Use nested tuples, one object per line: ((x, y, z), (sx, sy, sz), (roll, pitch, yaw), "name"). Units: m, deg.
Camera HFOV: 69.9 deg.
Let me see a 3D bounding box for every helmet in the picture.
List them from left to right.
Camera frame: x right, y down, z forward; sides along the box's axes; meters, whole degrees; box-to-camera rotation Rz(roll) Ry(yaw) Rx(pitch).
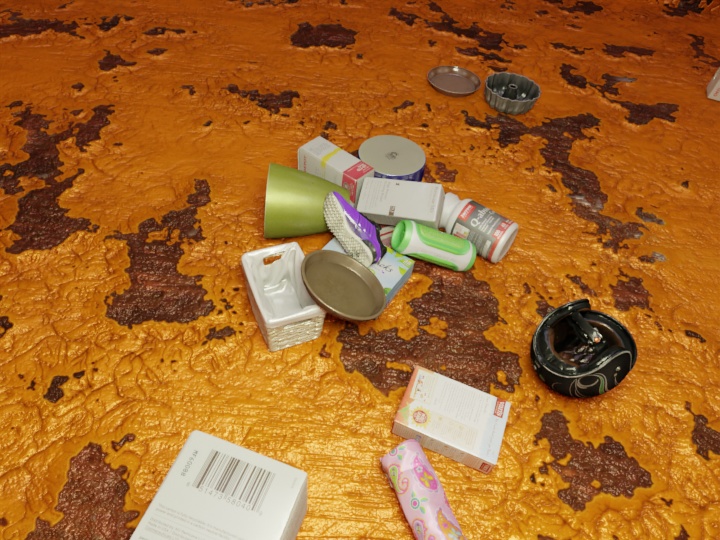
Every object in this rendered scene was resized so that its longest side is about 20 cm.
((0.452, 0.165, 1.054), (0.200, 0.191, 0.200), (-14, 62, 27), "helmet")

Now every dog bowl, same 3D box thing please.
((0.088, -0.306, 1.503), (0.200, 0.079, 0.200), (3, 49, -4), "dog bowl")

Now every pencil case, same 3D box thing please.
((0.105, 0.394, 0.883), (0.087, 0.087, 0.200), (-14, 51, -19), "pencil case")

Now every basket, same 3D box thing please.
((-0.168, 0.057, 1.120), (0.135, 0.123, 0.200), (-15, 53, -19), "basket")

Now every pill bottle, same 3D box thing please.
((0.292, -0.114, 1.331), (0.200, 0.116, 0.116), (32, 53, 21), "pill bottle")

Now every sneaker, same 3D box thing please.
((-0.006, -0.102, 1.213), (0.099, 0.070, 0.200), (-24, 78, -38), "sneaker")

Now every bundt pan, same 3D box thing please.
((0.533, -0.623, 1.837), (0.202, 0.076, 0.202), (4, 48, -4), "bundt pan")

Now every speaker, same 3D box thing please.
((0.178, -0.058, 1.252), (0.200, 0.088, 0.089), (16, 45, -21), "speaker")

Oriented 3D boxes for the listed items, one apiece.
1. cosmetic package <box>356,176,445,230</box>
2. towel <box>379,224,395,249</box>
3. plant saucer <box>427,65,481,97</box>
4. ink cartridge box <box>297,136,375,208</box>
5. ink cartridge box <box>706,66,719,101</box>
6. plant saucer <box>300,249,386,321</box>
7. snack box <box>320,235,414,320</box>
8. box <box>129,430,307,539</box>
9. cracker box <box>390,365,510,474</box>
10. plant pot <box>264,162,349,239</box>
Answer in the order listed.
((0.101, -0.166, 1.281), (0.200, 0.074, 0.102), (7, 75, 19), "cosmetic package")
((0.108, -0.135, 1.360), (0.144, 0.023, 0.200), (-18, 44, 3), "towel")
((0.344, -0.696, 1.909), (0.200, 0.035, 0.200), (4, 47, -4), "plant saucer")
((-0.068, -0.247, 1.386), (0.200, 0.145, 0.083), (35, 54, 22), "ink cartridge box")
((1.475, -0.717, 1.986), (0.200, 0.145, 0.083), (21, 52, 11), "ink cartridge box")
((-0.038, 0.034, 1.087), (0.200, 0.029, 0.200), (23, 35, -17), "plant saucer")
((0.000, 0.000, 1.228), (0.200, 0.068, 0.169), (31, 52, 17), "snack box")
((-0.206, 0.394, 0.784), (0.199, 0.171, 0.200), (17, 50, 9), "box")
((0.176, 0.286, 1.001), (0.200, 0.058, 0.134), (20, 50, 12), "cracker box")
((-0.131, -0.165, 1.286), (0.200, 0.187, 0.187), (4, 48, -8), "plant pot")
